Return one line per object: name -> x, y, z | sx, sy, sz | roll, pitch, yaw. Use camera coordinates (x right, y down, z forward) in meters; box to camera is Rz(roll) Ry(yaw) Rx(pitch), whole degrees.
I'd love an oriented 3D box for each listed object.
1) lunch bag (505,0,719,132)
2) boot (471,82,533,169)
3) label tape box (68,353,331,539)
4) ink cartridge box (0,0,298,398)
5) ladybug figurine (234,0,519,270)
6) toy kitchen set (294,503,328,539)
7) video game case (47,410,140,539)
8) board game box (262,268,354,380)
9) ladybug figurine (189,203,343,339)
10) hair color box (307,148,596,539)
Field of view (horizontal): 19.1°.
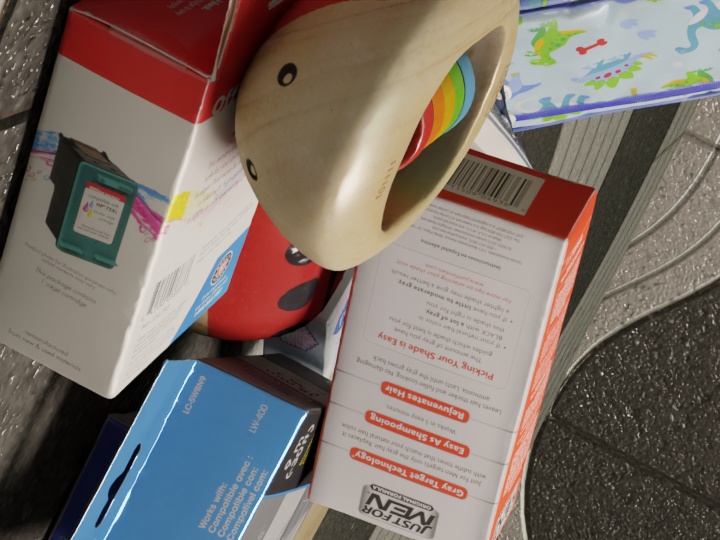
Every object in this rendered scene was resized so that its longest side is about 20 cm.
lunch bag -> 0.145, -0.153, 1.294 | 0.161, 0.200, 0.083 | 69, 14, -66
boot -> 0.064, -0.100, 1.192 | 0.200, 0.073, 0.090 | 54, 54, -32
label tape box -> -0.076, 0.119, 1.100 | 0.144, 0.063, 0.200 | -62, 168, 5
ink cartridge box -> -0.079, -0.061, 0.881 | 0.116, 0.067, 0.200 | -46, 160, -57
ladybug figurine -> 0.006, -0.075, 0.872 | 0.136, 0.072, 0.200 | -68, 168, 23
toy kitchen set -> -0.021, 0.184, 1.468 | 0.180, 0.163, 0.200 | -49, 164, -47
video game case -> -0.139, 0.173, 1.225 | 0.200, 0.045, 0.181 | -63, 169, 7
board game box -> 0.000, 0.000, 1.285 | 0.200, 0.041, 0.200 | 97, 18, -57
ladybug figurine -> -0.038, -0.036, 1.070 | 0.136, 0.072, 0.200 | -53, 166, -39
hair color box -> 0.044, 0.040, 1.073 | 0.061, 0.101, 0.200 | -53, 160, -56
